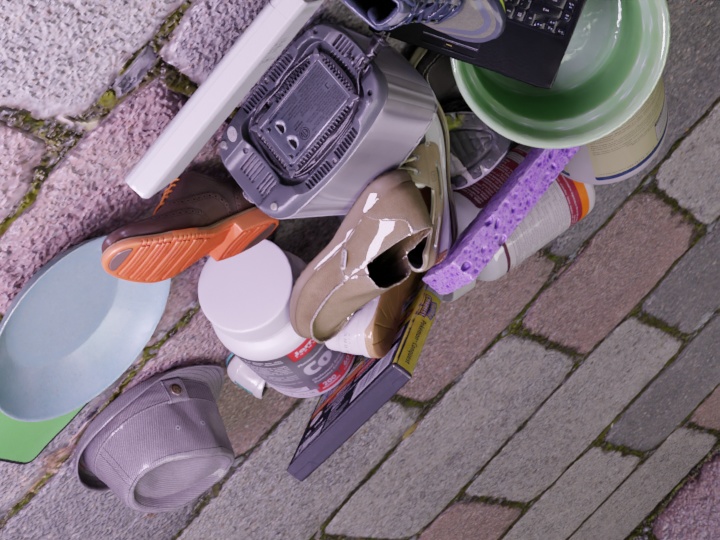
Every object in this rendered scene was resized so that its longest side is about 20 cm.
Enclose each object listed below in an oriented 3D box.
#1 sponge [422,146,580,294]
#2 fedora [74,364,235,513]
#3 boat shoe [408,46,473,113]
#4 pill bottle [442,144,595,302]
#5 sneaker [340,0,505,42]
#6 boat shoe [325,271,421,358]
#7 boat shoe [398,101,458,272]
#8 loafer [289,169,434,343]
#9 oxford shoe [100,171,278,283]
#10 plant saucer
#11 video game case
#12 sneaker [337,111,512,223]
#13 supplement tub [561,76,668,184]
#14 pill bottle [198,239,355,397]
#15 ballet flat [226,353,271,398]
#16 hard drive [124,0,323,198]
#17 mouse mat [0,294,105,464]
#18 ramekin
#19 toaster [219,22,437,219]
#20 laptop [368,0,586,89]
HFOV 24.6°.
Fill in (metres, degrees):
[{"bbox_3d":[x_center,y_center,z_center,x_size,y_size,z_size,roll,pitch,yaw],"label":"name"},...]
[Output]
[{"bbox_3d":[0.144,-0.064,1.596,0.200,0.030,0.112,-50,-176,-14],"label":"sponge"},{"bbox_3d":[-0.197,0.187,1.711,0.199,0.090,0.177,1,131,-55],"label":"fedora"},{"bbox_3d":[0.107,-0.173,1.620,0.072,0.066,0.201,-44,154,4],"label":"boat shoe"},{"bbox_3d":[0.151,-0.057,1.808,0.199,0.110,0.110,-35,153,-15],"label":"pill bottle"},{"bbox_3d":[0.035,-0.223,1.339,0.199,0.081,0.074,18,137,-28],"label":"sneaker"},{"bbox_3d":[0.013,0.007,1.639,0.200,0.069,0.071,-64,147,-48],"label":"boat shoe"},{"bbox_3d":[0.046,-0.095,1.541,0.068,0.074,0.201,-56,133,-57],"label":"boat shoe"},{"bbox_3d":[0.000,0.000,1.498,0.076,0.068,0.201,-14,144,-45],"label":"loafer"},{"bbox_3d":[-0.160,-0.042,1.434,0.071,0.073,0.199,-42,165,34],"label":"oxford shoe"},{"bbox_3d":[-0.255,0.042,1.451,0.201,0.039,0.202,-38,149,-27],"label":"plant saucer"},{"bbox_3d":[0.011,0.101,1.677,0.200,0.025,0.181,-47,-169,38],"label":"video game case"},{"bbox_3d":[0.066,-0.105,1.630,0.199,0.075,0.085,-22,178,27],"label":"sneaker"},{"bbox_3d":[0.237,-0.190,1.687,0.145,0.145,0.200,-41,154,-3],"label":"supplement tub"},{"bbox_3d":[-0.081,0.047,1.633,0.114,0.114,0.200,-42,155,-1],"label":"pill bottle"},{"bbox_3d":[-0.050,0.073,1.775,0.199,0.069,0.070,-34,153,-18],"label":"ballet flat"},{"bbox_3d":[-0.108,-0.149,1.335,0.200,0.027,0.132,-49,-177,12],"label":"hard drive"},{"bbox_3d":[-0.293,0.105,1.549,0.200,0.008,0.161,-47,154,7],"label":"mouse mat"},{"bbox_3d":[0.174,-0.221,1.502,0.198,0.098,0.201,-2,113,-5],"label":"ramekin"},{"bbox_3d":[-0.019,-0.133,1.451,0.200,0.114,0.129,-50,157,20],"label":"toaster"},{"bbox_3d":[0.124,-0.254,1.372,0.176,0.103,0.201,17,111,-12],"label":"laptop"}]
